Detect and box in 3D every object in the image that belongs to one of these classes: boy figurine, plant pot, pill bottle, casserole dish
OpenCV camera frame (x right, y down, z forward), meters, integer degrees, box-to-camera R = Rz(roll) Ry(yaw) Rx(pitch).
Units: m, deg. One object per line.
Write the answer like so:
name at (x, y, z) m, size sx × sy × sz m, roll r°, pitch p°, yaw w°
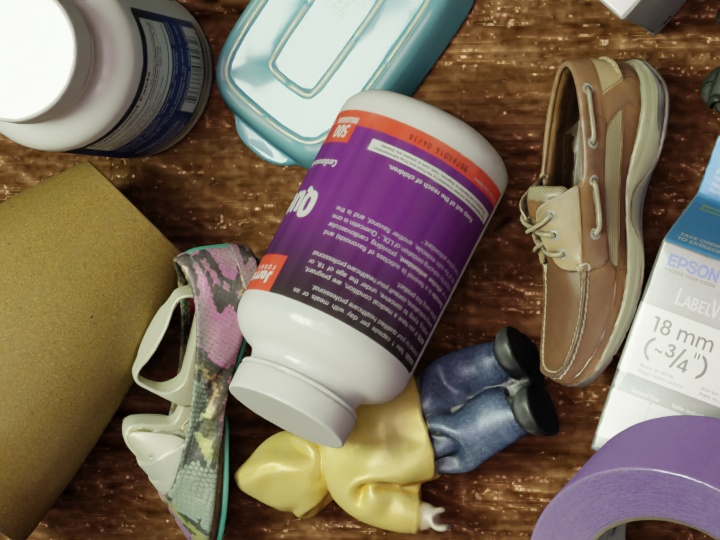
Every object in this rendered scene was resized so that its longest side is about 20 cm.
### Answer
boy figurine at (0.020, 0.108, 1.735) m, size 0.200 × 0.064 × 0.125 m, roll -25°, pitch 72°, yaw 17°
plant pot at (-0.207, 0.033, 1.758) m, size 0.186 × 0.186 × 0.200 m, roll 44°, pitch 89°, yaw 12°
pill bottle at (-0.173, -0.126, 1.723) m, size 0.111 × 0.200 × 0.111 m, roll 0°, pitch 90°, yaw 17°
pill bottle at (0.000, 0.000, 1.689) m, size 0.112 × 0.112 × 0.200 m, roll 24°, pitch 75°, yaw 15°
casserole dish at (-0.013, -0.154, 1.760) m, size 0.121 × 0.039 × 0.200 m, roll 38°, pitch 99°, yaw 13°

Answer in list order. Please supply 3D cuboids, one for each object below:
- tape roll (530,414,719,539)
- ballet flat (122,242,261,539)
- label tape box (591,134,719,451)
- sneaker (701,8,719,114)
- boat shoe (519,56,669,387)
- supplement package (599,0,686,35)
tape roll at (0.198, 0.186, 1.635) m, size 0.200 × 0.066 × 0.200 m, roll 17°, pitch 126°, yaw 26°
ballet flat at (-0.108, 0.077, 1.742) m, size 0.071 × 0.069 × 0.200 m, roll 4°, pitch 109°, yaw -19°
label tape box at (0.237, 0.035, 1.672) m, size 0.144 × 0.063 × 0.200 m, roll 20°, pitch 96°, yaw 16°
sneaker at (0.252, -0.083, 1.655) m, size 0.098 × 0.071 × 0.201 m, roll -12°, pitch 73°, yaw 22°
boat shoe at (0.127, -0.032, 1.689) m, size 0.072 × 0.076 × 0.200 m, roll 11°, pitch 85°, yaw -26°
supplement package at (0.128, -0.247, 1.678) m, size 0.200 × 0.114 × 0.110 m, roll 42°, pitch 100°, yaw 12°
